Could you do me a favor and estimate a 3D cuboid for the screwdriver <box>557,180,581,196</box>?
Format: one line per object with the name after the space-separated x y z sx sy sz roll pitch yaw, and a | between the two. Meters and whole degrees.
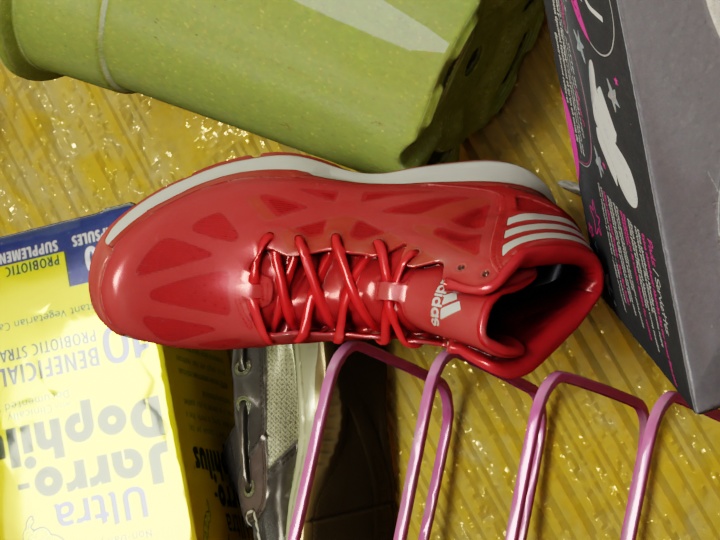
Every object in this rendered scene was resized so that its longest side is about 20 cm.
0.169 -0.011 1.053 0.200 0.028 0.029 25 126 26 | screwdriver

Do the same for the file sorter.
0.086 0.106 1.020 0.200 0.139 0.126 9 82 26 | file sorter

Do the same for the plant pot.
-0.024 -0.130 1.094 0.190 0.200 0.200 29 99 14 | plant pot

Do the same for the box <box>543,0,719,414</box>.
0.150 -0.069 0.945 0.132 0.115 0.200 -17 118 -6 | box

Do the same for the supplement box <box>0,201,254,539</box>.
-0.117 0.084 1.140 0.109 0.110 0.200 -14 79 12 | supplement box

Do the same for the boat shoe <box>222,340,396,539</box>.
-0.027 0.083 1.131 0.065 0.073 0.200 -5 75 34 | boat shoe

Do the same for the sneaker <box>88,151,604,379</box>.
0.000 0.000 0.986 0.200 0.116 0.078 -12 108 -14 | sneaker
